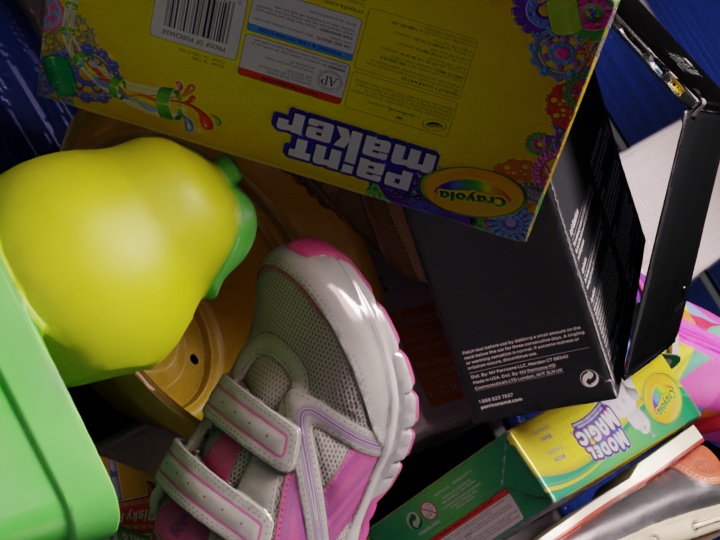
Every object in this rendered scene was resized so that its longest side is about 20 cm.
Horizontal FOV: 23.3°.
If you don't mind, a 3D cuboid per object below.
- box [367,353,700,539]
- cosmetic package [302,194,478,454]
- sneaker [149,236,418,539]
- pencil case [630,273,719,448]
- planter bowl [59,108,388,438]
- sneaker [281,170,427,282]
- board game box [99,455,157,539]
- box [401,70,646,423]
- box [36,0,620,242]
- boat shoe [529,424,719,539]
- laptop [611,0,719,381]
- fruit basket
[{"bbox_3d":[0.102,0.106,0.948,0.200,0.117,0.048,-21,75,-53],"label":"box"},{"bbox_3d":[0.000,0.000,0.950,0.101,0.071,0.200,-11,72,-52],"label":"cosmetic package"},{"bbox_3d":[-0.037,0.085,0.712,0.088,0.081,0.201,-8,112,-37],"label":"sneaker"},{"bbox_3d":[0.217,0.065,1.142,0.200,0.088,0.089,24,47,-38],"label":"pencil case"},{"bbox_3d":[-0.084,0.013,0.832,0.200,0.083,0.201,30,43,-32],"label":"planter bowl"},{"bbox_3d":[-0.019,-0.075,0.858,0.071,0.075,0.200,-73,144,-54],"label":"sneaker"},{"bbox_3d":[-0.063,0.170,0.779,0.200,0.034,0.135,25,47,-36],"label":"board game box"},{"bbox_3d":[0.087,-0.033,0.894,0.200,0.079,0.142,-60,136,-64],"label":"box"},{"bbox_3d":[0.001,-0.141,0.697,0.199,0.122,0.193,17,43,1],"label":"box"},{"bbox_3d":[0.129,0.155,0.938,0.200,0.071,0.063,-29,81,-31],"label":"boat shoe"},{"bbox_3d":[0.126,-0.066,0.900,0.200,0.116,0.187,49,15,9],"label":"laptop"},{"bbox_3d":[-0.145,0.018,0.684,0.215,0.155,0.216,11,65,-24],"label":"fruit basket"}]
